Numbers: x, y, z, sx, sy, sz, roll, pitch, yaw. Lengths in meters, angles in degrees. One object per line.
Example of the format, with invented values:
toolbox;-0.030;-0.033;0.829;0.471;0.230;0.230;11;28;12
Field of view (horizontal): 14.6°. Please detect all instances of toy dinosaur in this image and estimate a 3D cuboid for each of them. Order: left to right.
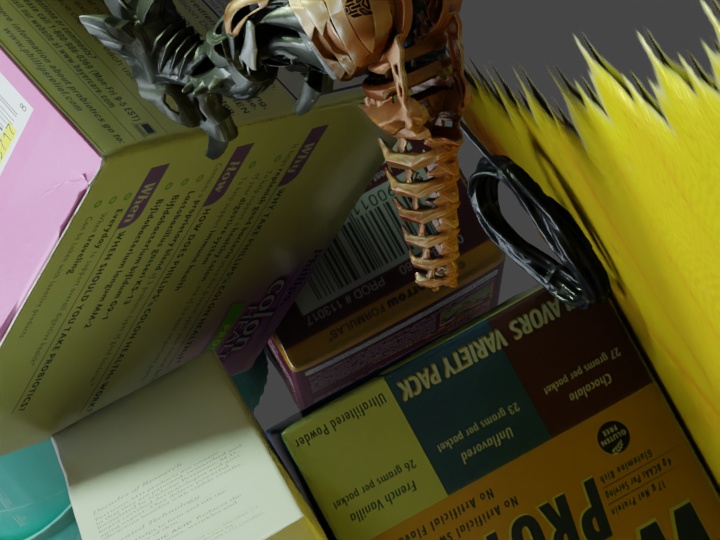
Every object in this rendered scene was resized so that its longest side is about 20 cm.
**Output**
toy dinosaur;-0.014;-0.092;0.938;0.136;0.102;0.200;-12;80;50

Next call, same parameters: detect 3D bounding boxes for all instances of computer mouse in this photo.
computer mouse;0.035;-0.073;1.027;0.200;0.034;0.059;56;156;2

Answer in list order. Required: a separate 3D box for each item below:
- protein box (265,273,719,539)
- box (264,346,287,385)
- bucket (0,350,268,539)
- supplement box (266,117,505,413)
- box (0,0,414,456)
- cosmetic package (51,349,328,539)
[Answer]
protein box;0.069;0.121;1.126;0.200;0.135;0.199;61;175;1
box;-0.024;0.036;1.543;0.137;0.038;0.200;44;-175;-37
bucket;-0.153;0.035;1.382;0.135;0.207;0.207;59;177;-22
supplement box;0.000;0.000;1.326;0.086;0.110;0.200;62;176;9
box;-0.099;-0.030;1.124;0.097;0.200;0.176;47;126;21
cosmetic package;-0.049;0.118;1.057;0.113;0.081;0.200;63;175;-18
